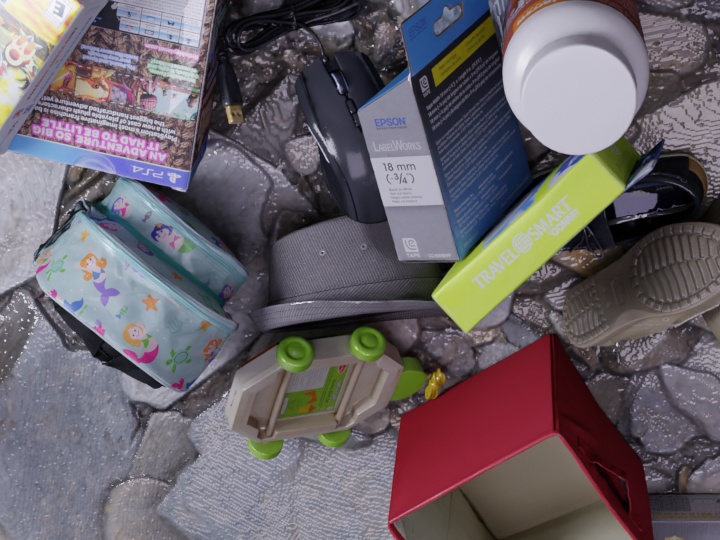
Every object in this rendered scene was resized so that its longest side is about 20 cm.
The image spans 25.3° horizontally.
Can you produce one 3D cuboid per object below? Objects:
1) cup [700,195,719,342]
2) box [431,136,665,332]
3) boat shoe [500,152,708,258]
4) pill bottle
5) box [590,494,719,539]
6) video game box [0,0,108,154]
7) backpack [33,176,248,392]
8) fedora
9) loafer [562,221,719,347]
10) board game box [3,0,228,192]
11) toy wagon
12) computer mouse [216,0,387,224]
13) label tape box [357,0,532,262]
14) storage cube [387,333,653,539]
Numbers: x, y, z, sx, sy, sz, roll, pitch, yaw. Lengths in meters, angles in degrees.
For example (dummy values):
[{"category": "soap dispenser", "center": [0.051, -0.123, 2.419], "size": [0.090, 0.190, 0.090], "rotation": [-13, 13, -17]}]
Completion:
[{"category": "cup", "center": [0.382, 0.023, 1.342], "size": [0.199, 0.143, 0.202], "rotation": [2, 115, 5]}, {"category": "box", "center": [0.151, -0.043, 1.287], "size": [0.048, 0.122, 0.200], "rotation": [46, 112, -1]}, {"category": "boat shoe", "center": [0.198, -0.051, 1.370], "size": [0.199, 0.062, 0.075], "rotation": [-12, 116, 13]}, {"category": "pill bottle", "center": [0.165, -0.165, 1.240], "size": [0.111, 0.200, 0.113], "rotation": [2, 116, 4]}, {"category": "box", "center": [0.318, 0.291, 1.530], "size": [0.198, 0.048, 0.159], "rotation": [0, 116, 6]}, {"category": "video game box", "center": [-0.318, -0.216, 1.261], "size": [0.200, 0.047, 0.182], "rotation": [44, 124, 3]}, {"category": "backpack", "center": [-0.186, 0.014, 1.365], "size": [0.177, 0.200, 0.151], "rotation": [39, 93, -12]}, {"category": "fedora", "center": [0.000, 0.000, 1.380], "size": [0.198, 0.177, 0.091], "rotation": [-7, 85, 8]}, {"category": "loafer", "center": [0.257, 0.012, 1.365], "size": [0.200, 0.068, 0.076], "rotation": [-27, 69, 49]}, {"category": "board game box", "center": [-0.196, -0.188, 1.322], "size": [0.158, 0.097, 0.201], "rotation": [13, 116, 0]}, {"category": "toy wagon", "center": [-0.021, 0.106, 1.449], "size": [0.199, 0.040, 0.156], "rotation": [-7, 145, -22]}, {"category": "computer mouse", "center": [-0.038, -0.128, 1.307], "size": [0.139, 0.046, 0.201], "rotation": [-16, 92, -11]}, {"category": "label tape box", "center": [0.064, -0.129, 1.295], "size": [0.063, 0.144, 0.201], "rotation": [0, 119, 33]}, {"category": "storage cube", "center": [0.146, 0.197, 1.429], "size": [0.199, 0.180, 0.171], "rotation": [-31, 109, 18]}]
